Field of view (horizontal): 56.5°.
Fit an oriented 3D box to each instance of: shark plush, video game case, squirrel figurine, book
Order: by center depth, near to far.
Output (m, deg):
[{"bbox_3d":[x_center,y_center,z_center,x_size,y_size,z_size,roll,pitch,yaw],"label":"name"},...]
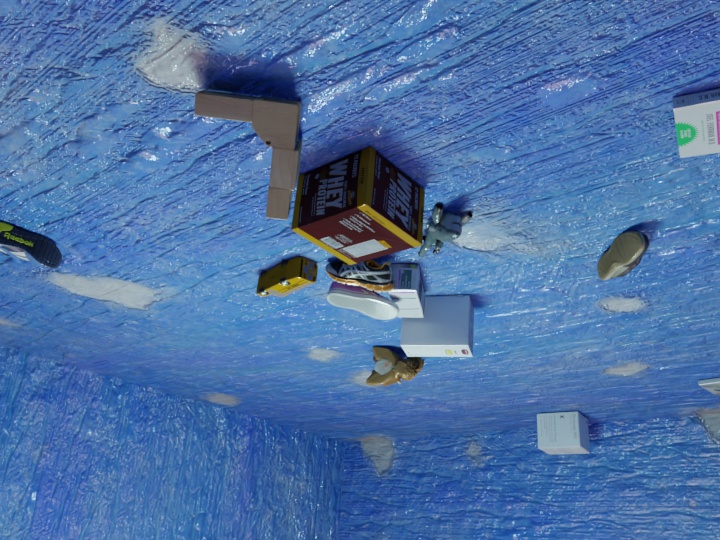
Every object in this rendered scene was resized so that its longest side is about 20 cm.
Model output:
[{"bbox_3d":[0.632,-0.257,1.110,0.199,0.048,0.134,-7,149,28],"label":"book"},{"bbox_3d":[0.171,-0.078,1.535,0.091,0.084,0.200,18,152,-28],"label":"shark plush"},{"bbox_3d":[0.138,0.368,2.472,0.199,0.142,0.187,-2,161,20],"label":"squirrel figurine"},{"bbox_3d":[1.397,0.427,2.498,0.182,0.022,0.200,25,149,-37],"label":"video game case"}]

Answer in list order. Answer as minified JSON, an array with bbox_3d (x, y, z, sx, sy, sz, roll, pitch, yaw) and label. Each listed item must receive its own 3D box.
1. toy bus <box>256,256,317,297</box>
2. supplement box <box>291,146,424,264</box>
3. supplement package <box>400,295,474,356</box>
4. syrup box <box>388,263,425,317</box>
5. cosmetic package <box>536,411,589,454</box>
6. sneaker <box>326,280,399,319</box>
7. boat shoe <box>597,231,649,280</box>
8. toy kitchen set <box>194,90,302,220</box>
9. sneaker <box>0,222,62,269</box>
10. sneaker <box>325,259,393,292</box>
[{"bbox_3d":[-0.208,0.023,1.855,0.078,0.065,0.200,21,151,-35],"label":"toy bus"},{"bbox_3d":[-0.002,-0.127,1.399,0.199,0.133,0.197,-15,149,37],"label":"supplement box"},{"bbox_3d":[0.228,0.166,1.976,0.199,0.156,0.111,-2,154,16],"label":"supplement package"},{"bbox_3d":[0.130,0.059,1.851,0.081,0.079,0.200,0,155,11],"label":"syrup box"},{"bbox_3d":[0.955,0.767,3.154,0.199,0.168,0.166,-12,150,31],"label":"cosmetic package"},{"bbox_3d":[0.018,0.058,1.826,0.200,0.115,0.073,18,133,3],"label":"sneaker"},{"bbox_3d":[0.625,-0.035,1.572,0.064,0.072,0.200,-4,154,-10],"label":"boat shoe"},{"bbox_3d":[-0.199,-0.217,1.224,0.179,0.201,0.163,6,-163,-3],"label":"toy kitchen set"},{"bbox_3d":[-0.899,-0.063,1.789,0.200,0.074,0.082,33,146,-34],"label":"sneaker"},{"bbox_3d":[0.000,0.000,1.764,0.199,0.078,0.078,12,-163,23],"label":"sneaker"}]
